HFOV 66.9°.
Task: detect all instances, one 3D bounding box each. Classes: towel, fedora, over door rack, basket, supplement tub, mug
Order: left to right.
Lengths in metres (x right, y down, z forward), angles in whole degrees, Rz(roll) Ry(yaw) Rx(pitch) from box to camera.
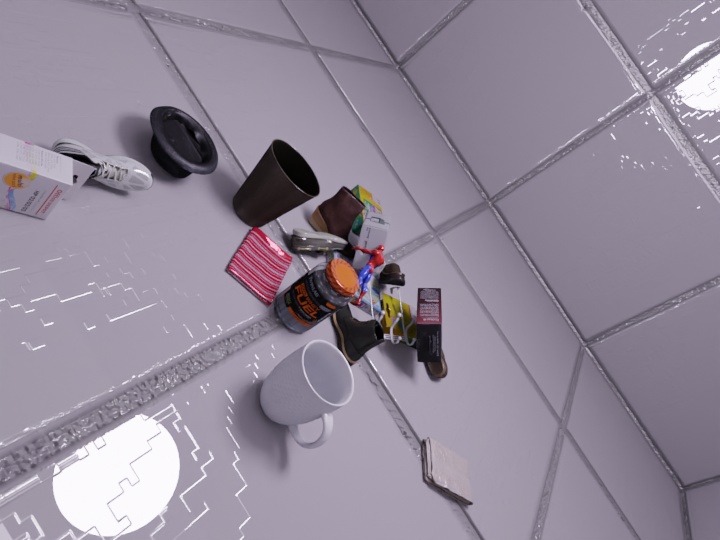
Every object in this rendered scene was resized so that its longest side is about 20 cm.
[{"bbox_3d":[-0.446,-0.299,1.334,0.200,0.092,0.201,36,35,-30],"label":"fedora"},{"bbox_3d":[-0.253,-0.016,1.400,0.145,0.022,0.200,43,32,-19],"label":"towel"},{"bbox_3d":[-0.235,-0.214,1.444,0.181,0.200,0.136,55,29,-2],"label":"basket"},{"bbox_3d":[-0.118,0.273,1.150,0.147,0.175,0.200,11,52,-50],"label":"mug"},{"bbox_3d":[-0.106,0.060,1.354,0.122,0.200,0.123,35,35,-29],"label":"supplement tub"},{"bbox_3d":[0.089,0.119,1.616,0.148,0.067,0.200,13,52,-42],"label":"over door rack"},{"bbox_3d":[0.246,0.560,1.526,0.200,0.034,0.133,37,35,-29],"label":"towel"}]

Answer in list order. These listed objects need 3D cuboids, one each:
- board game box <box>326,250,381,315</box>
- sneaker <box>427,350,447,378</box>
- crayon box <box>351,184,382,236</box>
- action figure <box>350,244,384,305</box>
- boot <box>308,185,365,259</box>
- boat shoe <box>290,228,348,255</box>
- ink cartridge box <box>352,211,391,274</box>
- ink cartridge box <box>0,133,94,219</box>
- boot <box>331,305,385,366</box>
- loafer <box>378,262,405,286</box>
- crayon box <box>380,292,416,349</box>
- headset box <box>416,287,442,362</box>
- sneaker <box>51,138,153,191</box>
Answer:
[{"bbox_3d":[-0.019,0.039,1.666,0.200,0.034,0.135,34,36,-32],"label":"board game box"},{"bbox_3d":[0.235,0.262,1.797,0.076,0.070,0.200,44,29,-57],"label":"sneaker"},{"bbox_3d":[0.022,-0.197,1.938,0.119,0.058,0.200,30,38,-36],"label":"crayon box"},{"bbox_3d":[0.000,0.000,1.573,0.200,0.099,0.065,-57,137,-24],"label":"action figure"},{"bbox_3d":[-0.044,-0.141,1.675,0.200,0.166,0.072,46,27,-15],"label":"boot"},{"bbox_3d":[-0.121,-0.080,1.597,0.201,0.060,0.072,7,14,-45],"label":"boat shoe"},{"bbox_3d":[0.038,-0.089,1.706,0.084,0.146,0.200,14,18,1],"label":"ink cartridge box"},{"bbox_3d":[-0.592,-0.161,0.963,0.200,0.115,0.068,18,46,-46],"label":"ink cartridge box"},{"bbox_3d":[-0.001,0.143,1.484,0.077,0.138,0.200,21,43,-44],"label":"boot"},{"bbox_3d":[0.096,0.010,1.735,0.073,0.200,0.072,8,89,-12],"label":"loafer"},{"bbox_3d":[0.126,0.161,1.733,0.200,0.051,0.127,28,42,-39],"label":"crayon box"},{"bbox_3d":[0.206,0.168,1.631,0.200,0.075,0.149,-78,166,-57],"label":"headset box"},{"bbox_3d":[-0.518,-0.194,1.106,0.200,0.076,0.115,18,18,-35],"label":"sneaker"}]
